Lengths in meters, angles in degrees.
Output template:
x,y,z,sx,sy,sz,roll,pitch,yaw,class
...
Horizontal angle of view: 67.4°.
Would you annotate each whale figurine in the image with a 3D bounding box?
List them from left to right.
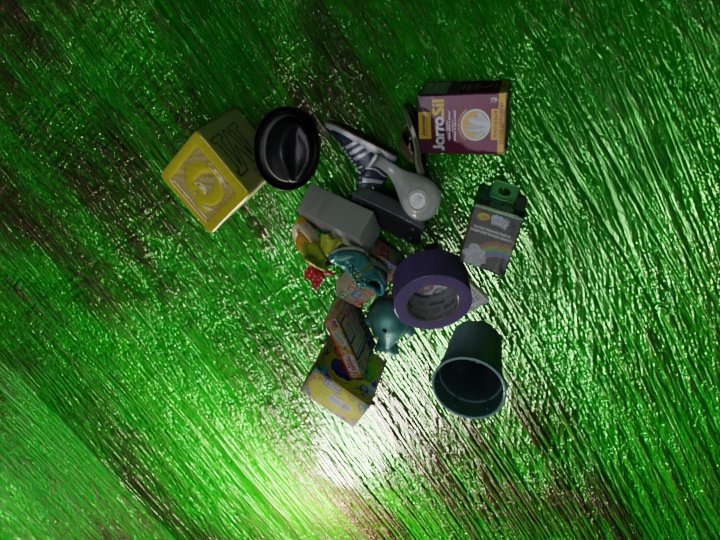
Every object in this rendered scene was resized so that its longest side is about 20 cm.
x,y,z,sx,sy,sz,roll,pitch,yaw,class
0.079,0.171,1.555,0.153,0.105,0.206,14,124,11,whale figurine

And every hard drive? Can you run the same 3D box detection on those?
x,y,z,sx,sy,sz,roll,pitch,yaw,class
0.071,-0.139,1.369,0.194,0.043,0.135,26,165,8,hard drive

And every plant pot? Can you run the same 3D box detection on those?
x,y,z,sx,sy,sz,roll,pitch,yaw,class
0.303,0.253,1.460,0.192,0.198,0.207,9,123,14,plant pot

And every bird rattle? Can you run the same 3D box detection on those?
x,y,z,sx,sy,sz,roll,pitch,yaw,class
-0.122,-0.057,1.422,0.165,0.111,0.200,53,165,8,bird rattle

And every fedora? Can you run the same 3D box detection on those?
x,y,z,sx,sy,sz,roll,pitch,yaw,class
-0.171,-0.293,1.326,0.193,0.092,0.209,-8,112,-20,fedora

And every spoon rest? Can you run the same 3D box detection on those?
x,y,z,sx,sy,sz,roll,pitch,yaw,class
0.105,-0.203,1.277,0.198,0.061,0.100,40,114,-3,spoon rest

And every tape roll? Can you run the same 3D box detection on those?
x,y,z,sx,sy,sz,roll,pitch,yaw,class
0.176,0.051,1.344,0.191,0.087,0.204,0,137,0,tape roll

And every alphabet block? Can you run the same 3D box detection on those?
x,y,z,sx,sy,sz,roll,pitch,yaw,class
-0.356,-0.262,1.403,0.193,0.202,0.197,-35,104,33,alphabet block

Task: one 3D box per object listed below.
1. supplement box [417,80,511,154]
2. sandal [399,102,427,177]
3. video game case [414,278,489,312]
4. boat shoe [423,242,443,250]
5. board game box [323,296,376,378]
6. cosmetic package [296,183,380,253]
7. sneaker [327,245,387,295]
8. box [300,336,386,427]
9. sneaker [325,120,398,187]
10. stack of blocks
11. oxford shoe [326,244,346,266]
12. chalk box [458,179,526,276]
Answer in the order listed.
x,y,z,sx,sy,sz,roll,pitch,yaw,class
0.229,-0.338,1.190,0.192,0.104,0.135,4,122,19,supplement box
0.121,-0.287,1.275,0.055,0.081,0.207,-4,119,17,sandal
0.219,0.068,1.440,0.180,0.024,0.198,-33,126,30,video game case
0.167,0.004,1.445,0.068,0.075,0.200,36,134,-9,boat shoe
-0.027,0.182,1.574,0.045,0.153,0.205,-12,115,26,board game box
-0.055,-0.129,1.385,0.195,0.087,0.108,25,166,21,cosmetic package
0.000,0.000,1.352,0.196,0.082,0.076,27,141,-36,sneaker
-0.049,0.322,1.641,0.196,0.194,0.123,33,127,-3,box
-0.014,-0.280,1.328,0.195,0.070,0.111,28,113,0,sneaker
0.013,0.008,1.484,0.113,0.060,0.199,28,130,-28,stack of blocks
-0.051,-0.072,1.496,0.198,0.070,0.073,-36,74,36,oxford shoe
0.318,-0.119,1.277,0.120,0.125,0.206,18,124,10,chalk box
